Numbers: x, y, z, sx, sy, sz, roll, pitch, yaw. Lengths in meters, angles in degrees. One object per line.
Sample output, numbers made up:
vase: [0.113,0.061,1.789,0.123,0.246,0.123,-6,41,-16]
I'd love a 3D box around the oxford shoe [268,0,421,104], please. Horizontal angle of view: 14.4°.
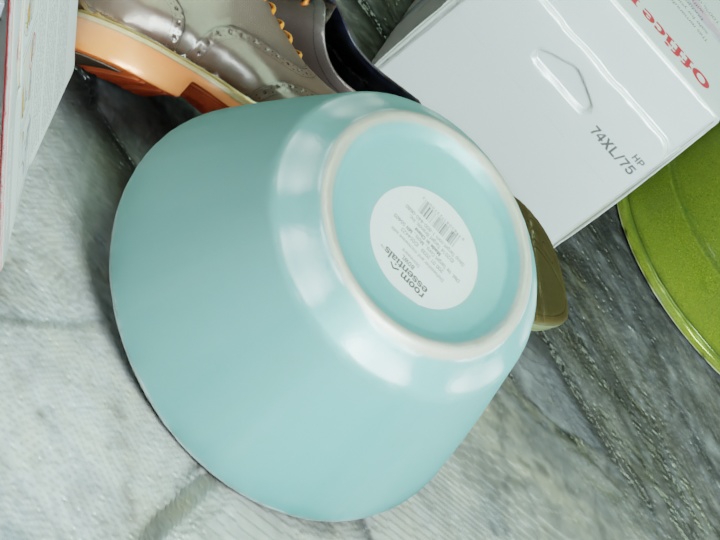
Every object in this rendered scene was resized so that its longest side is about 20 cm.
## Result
oxford shoe: [-0.052,-0.131,1.438,0.200,0.073,0.071,44,29,-13]

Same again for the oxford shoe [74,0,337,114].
oxford shoe: [-0.049,-0.101,1.367,0.200,0.073,0.071,24,-7,-32]

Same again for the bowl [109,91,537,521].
bowl: [0.000,0.000,1.263,0.201,0.105,0.201,17,59,-31]

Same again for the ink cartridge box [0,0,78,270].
ink cartridge box: [-0.147,-0.130,1.179,0.045,0.200,0.176,9,33,2]

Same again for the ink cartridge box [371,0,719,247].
ink cartridge box: [0.119,-0.133,1.613,0.147,0.146,0.200,48,28,-8]

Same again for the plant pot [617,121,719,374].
plant pot: [0.292,-0.043,1.714,0.200,0.193,0.200,36,32,-27]

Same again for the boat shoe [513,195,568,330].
boat shoe: [0.036,-0.003,1.441,0.201,0.063,0.073,10,64,-56]

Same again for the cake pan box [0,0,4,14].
cake pan box: [-0.251,-0.152,1.103,0.200,0.052,0.184,-10,62,-26]
